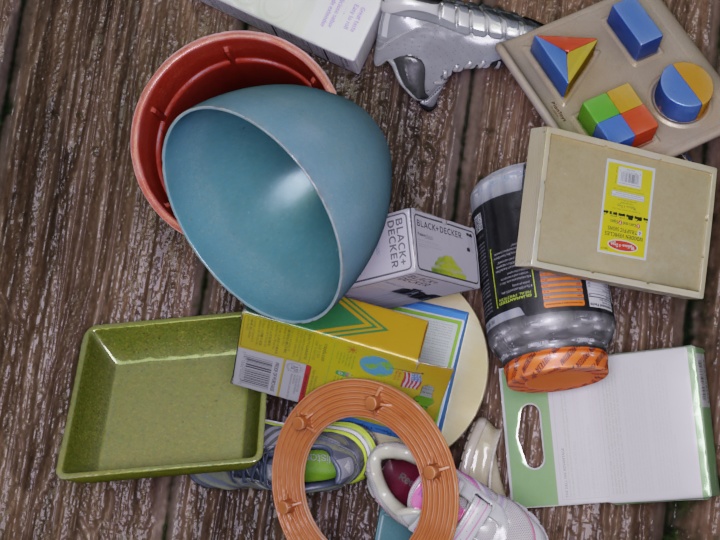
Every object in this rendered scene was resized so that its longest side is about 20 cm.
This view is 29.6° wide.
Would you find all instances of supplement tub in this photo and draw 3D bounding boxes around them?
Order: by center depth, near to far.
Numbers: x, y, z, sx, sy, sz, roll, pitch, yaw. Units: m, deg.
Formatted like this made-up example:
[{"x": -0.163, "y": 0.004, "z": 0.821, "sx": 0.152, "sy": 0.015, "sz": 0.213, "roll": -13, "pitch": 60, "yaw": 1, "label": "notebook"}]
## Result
[{"x": 0.175, "y": 0.008, "z": 1.308, "sx": 0.121, "sy": 0.123, "sz": 0.202, "roll": -7, "pitch": 72, "yaw": 5, "label": "supplement tub"}]

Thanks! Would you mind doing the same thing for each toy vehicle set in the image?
[{"x": 0.236, "y": -0.050, "z": 1.242, "sx": 0.199, "sy": 0.026, "sz": 0.125, "roll": 10, "pitch": 85, "yaw": -27, "label": "toy vehicle set"}]

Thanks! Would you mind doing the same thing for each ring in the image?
[{"x": -0.002, "y": 0.199, "z": 1.238, "sx": 0.199, "sy": 0.019, "sz": 0.202, "roll": 2, "pitch": 94, "yaw": 32, "label": "ring"}]

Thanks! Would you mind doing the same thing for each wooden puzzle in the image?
[{"x": 0.256, "y": -0.188, "z": 1.317, "sx": 0.199, "sy": 0.046, "sz": 0.186, "roll": -22, "pitch": 66, "yaw": -19, "label": "wooden puzzle"}]

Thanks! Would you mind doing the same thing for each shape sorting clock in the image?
[{"x": 0.033, "y": 0.096, "z": 1.368, "sx": 0.198, "sy": 0.039, "sz": 0.202, "roll": -4, "pitch": 76, "yaw": 18, "label": "shape sorting clock"}]

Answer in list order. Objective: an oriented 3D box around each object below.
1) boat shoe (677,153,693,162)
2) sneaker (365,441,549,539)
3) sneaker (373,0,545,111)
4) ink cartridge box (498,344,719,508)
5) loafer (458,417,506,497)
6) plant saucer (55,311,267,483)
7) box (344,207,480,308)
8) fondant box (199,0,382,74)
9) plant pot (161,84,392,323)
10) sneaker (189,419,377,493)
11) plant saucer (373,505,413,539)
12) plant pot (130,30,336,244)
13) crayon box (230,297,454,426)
[{"x": 0.262, "y": -0.134, "z": 1.363, "sx": 0.200, "sy": 0.072, "sz": 0.072, "roll": 41, "pitch": 88, "yaw": 9, "label": "boat shoe"}, {"x": 0.078, "y": 0.221, "z": 1.249, "sx": 0.199, "sy": 0.088, "sz": 0.082, "roll": 25, "pitch": 82, "yaw": 24, "label": "sneaker"}, {"x": 0.106, "y": -0.214, "z": 1.401, "sx": 0.198, "sy": 0.075, "sz": 0.116, "roll": 13, "pitch": 110, "yaw": -6, "label": "sneaker"}, {"x": 0.243, "y": 0.157, "z": 1.345, "sx": 0.198, "sy": 0.048, "sz": 0.147, "roll": -8, "pitch": 81, "yaw": 24, "label": "ink cartridge box"}, {"x": 0.125, "y": 0.245, "z": 1.335, "sx": 0.068, "sy": 0.076, "sz": 0.202, "roll": 5, "pitch": 93, "yaw": 5, "label": "loafer"}, {"x": -0.185, "y": 0.133, "z": 1.351, "sx": 0.198, "sy": 0.048, "sz": 0.201, "roll": -5, "pitch": 43, "yaw": 5, "label": "plant saucer"}, {"x": 0.000, "y": 0.000, "z": 1.296, "sx": 0.199, "sy": 0.116, "sz": 0.061, "roll": -14, "pitch": 74, "yaw": 33, "label": "box"}, {"x": -0.060, "y": -0.315, "z": 1.427, "sx": 0.199, "sy": 0.058, "sz": 0.145, "roll": 26, "pitch": 86, "yaw": 7, "label": "fondant box"}, {"x": -0.050, "y": -0.076, "z": 1.149, "sx": 0.200, "sy": 0.200, "sz": 0.135, "roll": 44, "pitch": 54, "yaw": 9, "label": "plant pot"}, {"x": -0.086, "y": 0.185, "z": 1.342, "sx": 0.198, "sy": 0.081, "sz": 0.075, "roll": -7, "pitch": 93, "yaw": 19, "label": "sneaker"}, {"x": 0.100, "y": 0.279, "z": 1.291, "sx": 0.199, "sy": 0.019, "sz": 0.071, "roll": 14, "pitch": 96, "yaw": 23, "label": "plant saucer"}, {"x": -0.102, "y": -0.109, "z": 1.336, "sx": 0.199, "sy": 0.195, "sz": 0.203, "roll": -1, "pitch": 83, "yaw": 6, "label": "plant pot"}, {"x": -0.016, "y": 0.082, "z": 1.277, "sx": 0.198, "sy": 0.127, "sz": 0.051, "roll": 16, "pitch": 52, "yaw": 0, "label": "crayon box"}]
